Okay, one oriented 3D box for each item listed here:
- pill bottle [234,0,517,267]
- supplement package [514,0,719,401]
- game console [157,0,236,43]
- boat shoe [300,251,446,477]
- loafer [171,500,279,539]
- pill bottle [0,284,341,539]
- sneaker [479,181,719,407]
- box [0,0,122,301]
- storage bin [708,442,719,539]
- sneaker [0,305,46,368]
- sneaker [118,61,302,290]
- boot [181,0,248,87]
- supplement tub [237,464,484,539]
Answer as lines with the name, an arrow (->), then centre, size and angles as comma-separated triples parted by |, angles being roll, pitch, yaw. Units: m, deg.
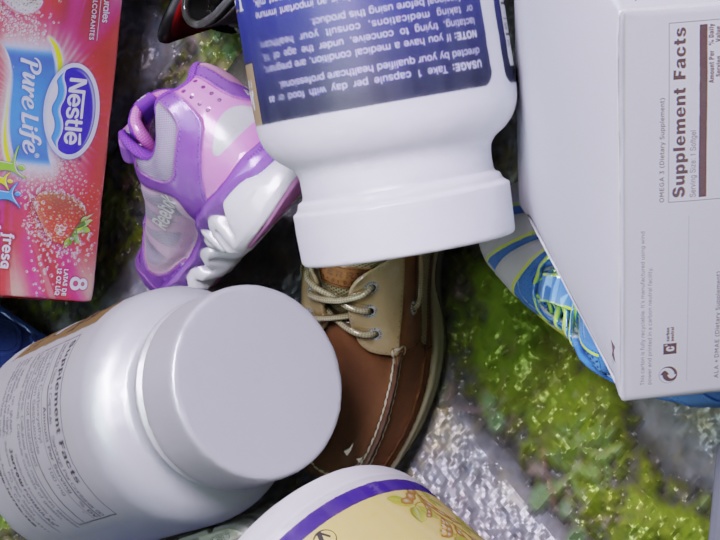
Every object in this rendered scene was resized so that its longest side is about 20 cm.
pill bottle -> 0.005, -0.107, 1.096 | 0.115, 0.115, 0.201 | -7, 93, 36
supplement package -> 0.132, -0.065, 1.019 | 0.200, 0.110, 0.157 | -111, 16, -65
game console -> -0.072, -0.229, 1.284 | 0.172, 0.118, 0.201 | 38, 106, 34
boat shoe -> 0.000, 0.000, 1.219 | 0.075, 0.074, 0.201 | 10, 89, 27
loafer -> -0.099, 0.171, 1.278 | 0.199, 0.070, 0.070 | -22, 87, 43
pill bottle -> -0.096, 0.069, 1.225 | 0.200, 0.114, 0.115 | -22, 69, 56
sneaker -> 0.113, 0.006, 1.119 | 0.199, 0.105, 0.076 | 26, 99, 36
box -> -0.183, -0.089, 1.327 | 0.100, 0.095, 0.201 | -167, 82, -71
storage bin -> 0.230, 0.123, 0.996 | 0.199, 0.134, 0.147 | 4, 86, 38
sneaker -> -0.203, 0.070, 1.381 | 0.200, 0.070, 0.078 | 40, 131, 27
sneaker -> -0.078, -0.045, 1.229 | 0.088, 0.200, 0.081 | 42, 68, -2
boot -> -0.046, -0.118, 1.240 | 0.200, 0.130, 0.068 | -43, 62, 25
supplement tub -> 0.034, 0.196, 1.127 | 0.200, 0.145, 0.146 | 40, 107, 33
